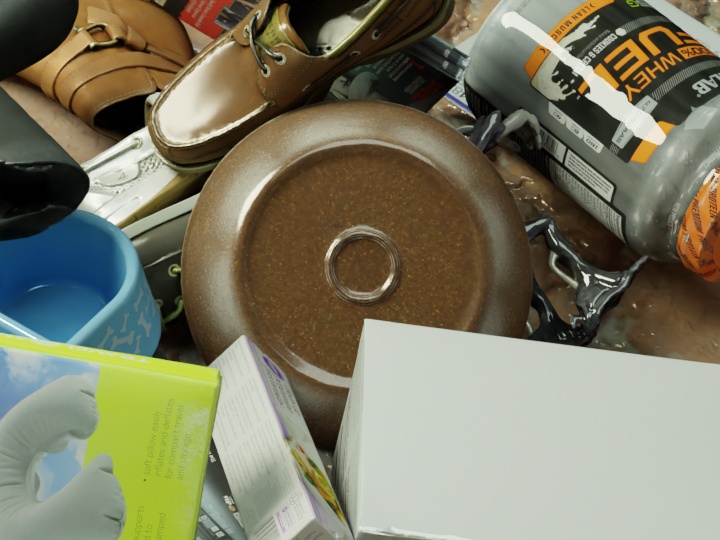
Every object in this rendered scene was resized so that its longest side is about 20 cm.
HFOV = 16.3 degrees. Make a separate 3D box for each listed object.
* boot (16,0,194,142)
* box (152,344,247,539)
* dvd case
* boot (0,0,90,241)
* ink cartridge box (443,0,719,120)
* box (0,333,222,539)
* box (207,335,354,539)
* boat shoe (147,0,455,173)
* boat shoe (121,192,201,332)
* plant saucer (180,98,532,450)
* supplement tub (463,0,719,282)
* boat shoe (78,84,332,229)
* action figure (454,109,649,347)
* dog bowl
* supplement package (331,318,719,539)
[{"bbox_3d":[-0.195,-0.129,1.569,0.199,0.077,0.155,1,39,-30],"label":"boot"},{"bbox_3d":[-0.138,0.134,1.299,0.157,0.050,0.200,-14,48,-26],"label":"box"},{"bbox_3d":[-0.041,-0.153,1.541,0.200,0.146,0.022,31,71,-7],"label":"dvd case"},{"bbox_3d":[-0.198,-0.093,1.383,0.164,0.066,0.200,-24,34,-18],"label":"boot"},{"bbox_3d":[0.165,-0.108,1.652,0.199,0.041,0.200,37,50,26],"label":"ink cartridge box"},{"bbox_3d":[-0.174,0.092,1.212,0.199,0.122,0.048,9,3,-2],"label":"box"},{"bbox_3d":[-0.044,0.100,1.283,0.039,0.041,0.200,45,7,-27],"label":"box"},{"bbox_3d":[-0.042,-0.131,1.433,0.200,0.068,0.072,-35,71,3],"label":"boat shoe"},{"bbox_3d":[-0.108,-0.002,1.445,0.201,0.072,0.060,-31,86,-28],"label":"boat shoe"},{"bbox_3d":[0.000,0.000,1.402,0.200,0.037,0.201,1,83,-6],"label":"plant saucer"},{"bbox_3d":[0.167,-0.089,1.514,0.122,0.123,0.200,-25,53,-35],"label":"supplement tub"},{"bbox_3d":[-0.103,-0.082,1.506,0.200,0.071,0.069,-35,73,-27],"label":"boat shoe"},{"bbox_3d":[0.065,-0.030,1.486,0.200,0.119,0.102,36,46,8],"label":"action figure"},{"bbox_3d":[-0.187,0.040,1.308,0.111,0.050,0.200,27,51,22],"label":"dog bowl"},{"bbox_3d":[0.089,0.127,1.317,0.199,0.111,0.156,8,41,-6],"label":"supplement package"}]
